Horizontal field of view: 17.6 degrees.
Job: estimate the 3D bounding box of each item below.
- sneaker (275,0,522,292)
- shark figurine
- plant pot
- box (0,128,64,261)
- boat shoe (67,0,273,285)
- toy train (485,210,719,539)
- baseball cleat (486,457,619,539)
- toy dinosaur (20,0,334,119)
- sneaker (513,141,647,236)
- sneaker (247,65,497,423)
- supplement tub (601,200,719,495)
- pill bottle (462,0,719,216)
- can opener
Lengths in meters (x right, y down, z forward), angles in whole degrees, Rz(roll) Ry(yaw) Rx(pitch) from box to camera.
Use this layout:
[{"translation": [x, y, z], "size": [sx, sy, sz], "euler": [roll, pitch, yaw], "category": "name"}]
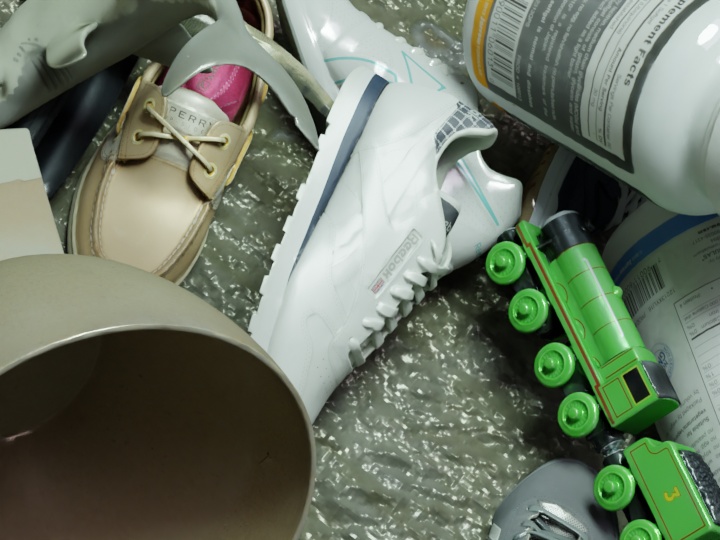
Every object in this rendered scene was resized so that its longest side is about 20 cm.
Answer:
[{"translation": [0.016, -0.088, 1.227], "size": [0.080, 0.070, 0.201], "euler": [-27, 74, -6], "category": "sneaker"}, {"translation": [-0.091, -0.110, 1.096], "size": [0.089, 0.213, 0.129], "euler": [39, 63, -39], "category": "shark figurine"}, {"translation": [-0.135, 0.070, 1.007], "size": [0.199, 0.202, 0.135], "euler": [-6, 36, -26], "category": "plant pot"}, {"translation": [-0.245, -0.003, 1.055], "size": [0.198, 0.095, 0.078], "euler": [-7, 61, -25], "category": "box"}, {"translation": [-0.093, -0.070, 1.179], "size": [0.073, 0.069, 0.201], "euler": [23, 52, -7], "category": "boat shoe"}, {"translation": [0.122, 0.056, 1.143], "size": [0.042, 0.056, 0.201], "euler": [17, 43, -56], "category": "toy train"}, {"translation": [0.085, 0.150, 1.082], "size": [0.069, 0.107, 0.201], "euler": [26, 49, 2], "category": "baseball cleat"}, {"translation": [-0.092, -0.149, 1.167], "size": [0.199, 0.047, 0.089], "euler": [22, 77, 2], "category": "toy dinosaur"}, {"translation": [0.155, -0.051, 1.272], "size": [0.108, 0.070, 0.200], "euler": [32, 48, 3], "category": "sneaker"}, {"translation": [0.000, 0.000, 1.131], "size": [0.080, 0.076, 0.201], "euler": [20, 78, 4], "category": "sneaker"}, {"translation": [0.211, 0.058, 1.183], "size": [0.131, 0.132, 0.201], "euler": [-5, 60, -25], "category": "supplement tub"}, {"translation": [0.150, -0.097, 1.143], "size": [0.116, 0.117, 0.200], "euler": [-19, 36, -32], "category": "pill bottle"}, {"translation": [-0.141, -0.113, 1.205], "size": [0.063, 0.078, 0.201], "euler": [48, 44, -38], "category": "can opener"}]
